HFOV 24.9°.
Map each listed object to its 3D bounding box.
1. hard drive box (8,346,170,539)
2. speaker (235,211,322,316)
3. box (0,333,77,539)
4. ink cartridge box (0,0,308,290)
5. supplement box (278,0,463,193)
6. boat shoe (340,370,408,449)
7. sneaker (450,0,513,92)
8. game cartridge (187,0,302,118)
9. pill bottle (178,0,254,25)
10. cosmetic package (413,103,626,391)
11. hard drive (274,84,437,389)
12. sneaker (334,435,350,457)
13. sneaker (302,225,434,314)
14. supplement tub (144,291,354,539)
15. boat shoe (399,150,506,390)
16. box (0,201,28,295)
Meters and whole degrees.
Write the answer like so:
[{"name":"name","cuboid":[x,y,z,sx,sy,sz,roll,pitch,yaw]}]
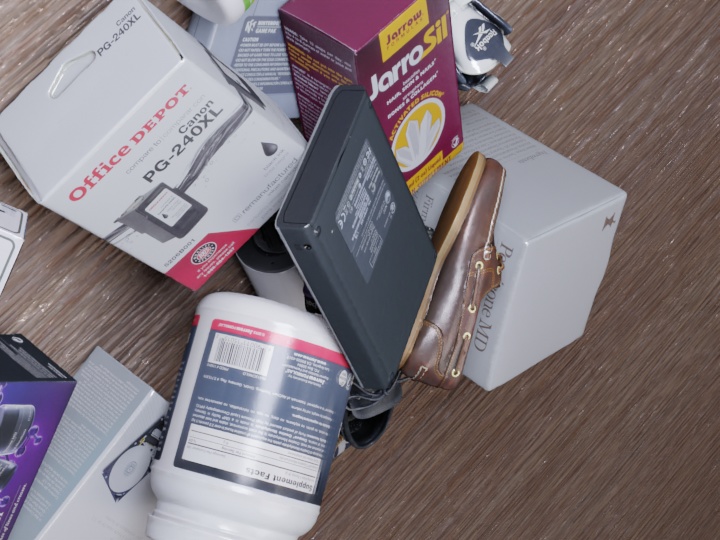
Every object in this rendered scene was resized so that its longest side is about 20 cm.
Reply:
[{"name":"hard drive box","cuboid":[-0.225,0.187,1.370,0.201,0.077,0.156,-52,150,-7]},{"name":"speaker","cuboid":[-0.051,0.018,1.465,0.081,0.081,0.201,-47,149,-16]},{"name":"box","cuboid":[-0.314,0.150,1.201,0.141,0.079,0.201,6,114,-55]},{"name":"ink cartridge box","cuboid":[-0.142,-0.087,1.174,0.145,0.084,0.200,-43,148,9]},{"name":"supplement box","cuboid":[0.013,-0.152,1.317,0.110,0.085,0.201,-42,148,-23]},{"name":"boat shoe","cuboid":[0.009,0.097,1.477,0.074,0.063,0.201,-19,151,-22]},{"name":"sneaker","cuboid":[0.074,-0.222,1.366,0.079,0.129,0.200,-43,148,-25]},{"name":"game cartridge","cuboid":[-0.064,-0.184,1.292,0.199,0.041,0.134,-10,123,-52]},{"name":"pill bottle","cuboid":[-0.068,-0.277,1.117,0.201,0.111,0.111,-52,150,-10]},{"name":"cosmetic package","cuboid":[0.111,-0.028,1.541,0.166,0.199,0.169,-24,136,-44]},{"name":"hard drive","cuboid":[0.003,-0.022,1.259,0.201,0.033,0.140,63,38,-46]},{"name":"sneaker","cuboid":[-0.059,0.184,1.631,0.109,0.070,0.200,-49,175,29]},{"name":"sneaker","cuboid":[0.000,0.000,1.393,0.200,0.075,0.089,-7,107,-64]},{"name":"supplement tub","cuboid":[-0.088,0.129,1.309,0.140,0.139,0.202,29,74,-61]},{"name":"boat shoe","cuboid":[0.086,0.002,1.395,0.070,0.070,0.202,-165,-83,-83]},{"name":"box","cuboid":[-0.306,0.036,1.056,0.116,0.060,0.201,24,102,-15]}]
